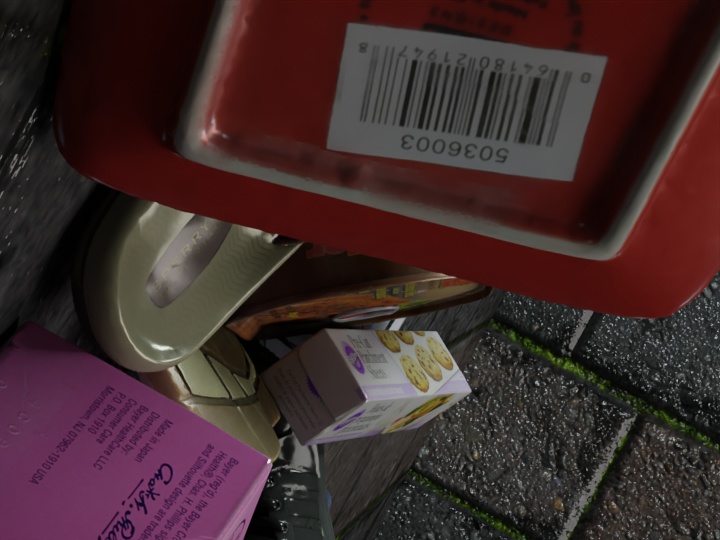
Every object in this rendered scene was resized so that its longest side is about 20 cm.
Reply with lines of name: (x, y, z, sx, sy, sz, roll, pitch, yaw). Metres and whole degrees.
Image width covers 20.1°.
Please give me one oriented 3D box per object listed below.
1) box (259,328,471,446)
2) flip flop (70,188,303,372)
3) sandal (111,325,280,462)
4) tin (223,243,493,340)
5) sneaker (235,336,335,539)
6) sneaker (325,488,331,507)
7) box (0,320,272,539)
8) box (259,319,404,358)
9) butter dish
box: (0.007, 0.055, 0.985, 0.039, 0.041, 0.200, -35, 168, 12)
flip flop: (-0.021, -0.047, 0.686, 0.200, 0.057, 0.081, -53, 126, -24)
sandal: (-0.071, 0.049, 0.810, 0.054, 0.080, 0.200, -28, 179, -1)
tin: (0.000, 0.000, 0.846, 0.200, 0.112, 0.042, 85, -1, -85)
sneaker: (-0.046, 0.139, 0.948, 0.104, 0.060, 0.200, -72, 151, -58)
sneaker: (-0.083, 0.148, 1.068, 0.200, 0.074, 0.082, -27, 146, -62)
box: (-0.129, 0.153, 0.650, 0.176, 0.097, 0.200, -54, 170, -46)
box: (-0.001, -0.009, 1.061, 0.117, 0.060, 0.200, -59, 172, -16)
butter dish: (0.031, -0.108, 0.565, 0.148, 0.199, 0.200, -88, -165, -47)
